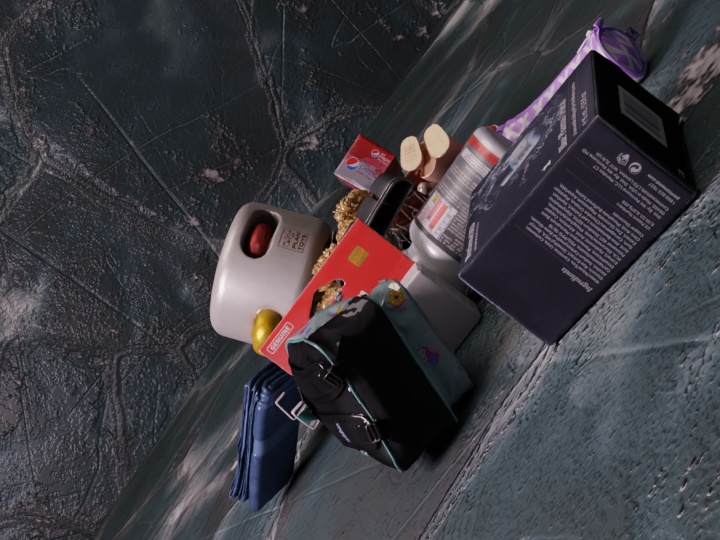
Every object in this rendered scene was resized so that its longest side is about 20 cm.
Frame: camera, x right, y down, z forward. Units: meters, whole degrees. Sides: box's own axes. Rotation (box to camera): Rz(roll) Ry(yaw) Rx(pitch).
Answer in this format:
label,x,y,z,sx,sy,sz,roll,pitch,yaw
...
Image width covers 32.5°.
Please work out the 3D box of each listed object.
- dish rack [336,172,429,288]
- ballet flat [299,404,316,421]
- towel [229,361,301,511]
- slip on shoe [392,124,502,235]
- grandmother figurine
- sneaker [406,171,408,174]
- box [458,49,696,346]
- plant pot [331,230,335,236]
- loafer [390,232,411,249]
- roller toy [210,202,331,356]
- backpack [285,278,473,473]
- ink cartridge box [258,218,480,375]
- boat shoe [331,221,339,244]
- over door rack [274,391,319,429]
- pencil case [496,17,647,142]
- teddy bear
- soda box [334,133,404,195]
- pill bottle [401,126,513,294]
label,x,y,z,sx,sy,sz,roll,pitch,yaw
dish rack,0.062,-0.026,1.538,0.054,0.199,0.154,39,101,48
ballet flat,-0.053,0.169,1.701,0.073,0.073,0.200,-57,14,-21
towel,-0.122,0.213,1.652,0.111,0.048,0.202,-35,-40,-51
slip on shoe,0.108,-0.128,1.638,0.199,0.061,0.074,-37,31,3
grandmother figurine,0.126,-0.118,1.541,0.120,0.199,0.061,-15,67,34
sneaker,0.111,-0.124,1.873,0.079,0.090,0.200,-57,11,-28
box,0.199,-0.073,1.163,0.200,0.117,0.197,-51,10,26
plant pot,-0.009,0.012,1.802,0.199,0.188,0.188,-34,16,22
loafer,0.070,-0.032,1.685,0.072,0.072,0.202,-35,51,46
roller toy,-0.112,0.011,1.649,0.200,0.138,0.185,-44,-32,-82
backpack,0.012,0.107,1.295,0.153,0.176,0.200,-41,6,-21
ink cartridge box,0.009,0.073,1.409,0.201,0.175,0.045,-52,11,11
boat shoe,-0.008,0.027,1.679,0.091,0.070,0.203,20,-115,-78
over door rack,-0.002,0.135,1.536,0.199,0.067,0.148,-35,6,-12
pencil case,0.250,-0.202,1.466,0.200,0.085,0.084,-49,9,36
teddy bear,0.000,0.000,1.584,0.067,0.144,0.202,36,103,55
soda box,0.022,-0.126,1.780,0.070,0.063,0.200,-56,-14,-4
pill bottle,0.129,-0.057,1.451,0.201,0.115,0.116,-54,9,14
